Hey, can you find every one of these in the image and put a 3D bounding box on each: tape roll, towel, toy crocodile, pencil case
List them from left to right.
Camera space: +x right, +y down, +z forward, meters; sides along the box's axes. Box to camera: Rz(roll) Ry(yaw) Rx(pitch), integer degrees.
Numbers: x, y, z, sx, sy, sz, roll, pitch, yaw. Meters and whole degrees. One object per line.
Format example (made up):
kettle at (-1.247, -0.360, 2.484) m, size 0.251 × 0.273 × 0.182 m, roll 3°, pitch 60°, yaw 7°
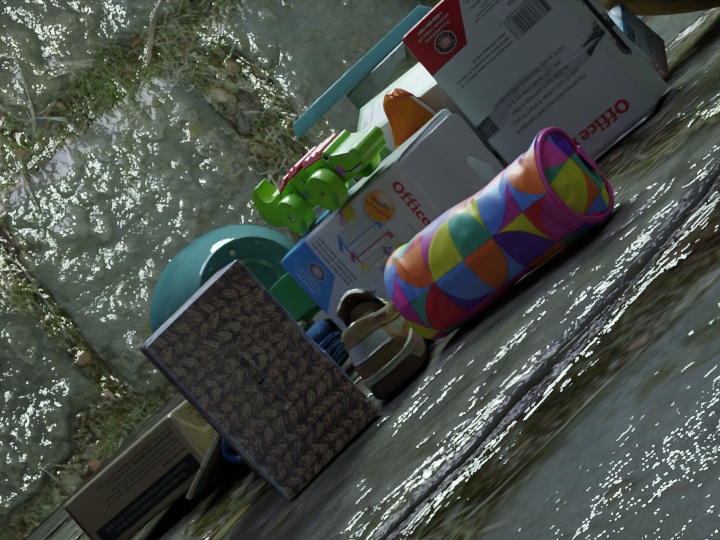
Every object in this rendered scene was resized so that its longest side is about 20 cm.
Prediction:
towel at (-0.067, 0.116, 1.555) m, size 0.112 × 0.048 × 0.200 m, roll -52°, pitch -1°, yaw 16°
toy crocodile at (-0.037, -0.087, 1.516) m, size 0.068 × 0.062 × 0.200 m, roll -47°, pitch 7°, yaw -28°
tape roll at (0.000, 0.000, 1.743) m, size 0.199 × 0.048 × 0.200 m, roll -27°, pitch -8°, yaw -4°
pencil case at (0.100, -0.026, 1.242) m, size 0.200 × 0.088 × 0.088 m, roll -37°, pitch 7°, yaw 43°

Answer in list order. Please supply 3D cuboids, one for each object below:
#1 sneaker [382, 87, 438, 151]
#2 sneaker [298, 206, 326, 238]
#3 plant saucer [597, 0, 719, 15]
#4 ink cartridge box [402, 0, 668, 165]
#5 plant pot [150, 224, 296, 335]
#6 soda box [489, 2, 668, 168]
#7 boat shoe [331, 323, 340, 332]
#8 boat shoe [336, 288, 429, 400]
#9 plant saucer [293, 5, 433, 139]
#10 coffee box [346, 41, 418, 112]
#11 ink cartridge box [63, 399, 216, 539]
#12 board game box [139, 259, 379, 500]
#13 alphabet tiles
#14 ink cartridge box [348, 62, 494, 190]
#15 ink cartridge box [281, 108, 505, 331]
sneaker at (0.066, -0.087, 1.607) m, size 0.077 × 0.201 × 0.073 m, roll -41°, pitch 35°, yaw -22°
sneaker at (-0.027, -0.027, 1.937) m, size 0.075 × 0.076 × 0.200 m, roll -48°, pitch -20°, yaw -6°
plant saucer at (0.309, -0.281, 1.623) m, size 0.198 × 0.036 × 0.200 m, roll -4°, pitch -4°, yaw 0°
ink cartridge box at (0.161, -0.188, 1.513) m, size 0.144 × 0.200 × 0.084 m, roll -40°, pitch 1°, yaw 29°
plant pot at (-0.133, 0.038, 1.886) m, size 0.201 × 0.201 × 0.161 m, roll -44°, pitch -1°, yaw -18°
soda box at (0.211, -0.170, 1.648) m, size 0.200 × 0.068 × 0.064 m, roll -40°, pitch 28°, yaw 30°
boat shoe at (-0.018, 0.030, 1.940) m, size 0.071 × 0.063 × 0.200 m, roll -45°, pitch 3°, yaw -11°
boat shoe at (0.015, 0.045, 1.352) m, size 0.072 × 0.076 × 0.200 m, roll -42°, pitch 4°, yaw 3°
plant saucer at (0.001, -0.218, 1.797) m, size 0.200 × 0.019 × 0.070 m, roll -45°, pitch 4°, yaw -25°
coffee box at (0.099, -0.160, 1.793) m, size 0.114 × 0.200 × 0.080 m, roll -40°, pitch 5°, yaw 28°
ink cartridge box at (-0.198, 0.197, 1.753) m, size 0.165 × 0.075 × 0.200 m, roll -42°, pitch -1°, yaw 21°
board game box at (-0.087, 0.086, 1.326) m, size 0.097 × 0.160 × 0.200 m, roll -44°, pitch 4°, yaw -8°
alphabet tiles at (-0.106, 0.132, 1.641) m, size 0.168 × 0.008 × 0.200 m, roll -64°, pitch -8°, yaw 11°
ink cartridge box at (0.065, -0.140, 1.671) m, size 0.200 × 0.104 × 0.060 m, roll -36°, pitch 34°, yaw 38°
ink cartridge box at (0.050, -0.040, 1.530) m, size 0.200 × 0.129 × 0.125 m, roll -40°, pitch 5°, yaw 37°
